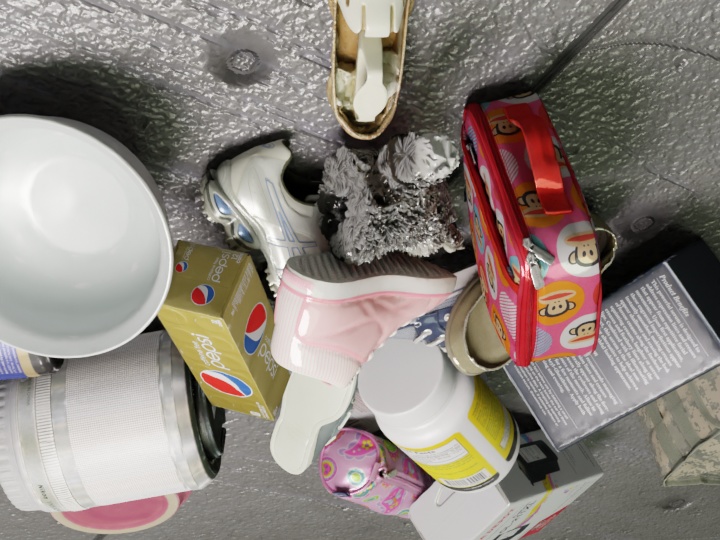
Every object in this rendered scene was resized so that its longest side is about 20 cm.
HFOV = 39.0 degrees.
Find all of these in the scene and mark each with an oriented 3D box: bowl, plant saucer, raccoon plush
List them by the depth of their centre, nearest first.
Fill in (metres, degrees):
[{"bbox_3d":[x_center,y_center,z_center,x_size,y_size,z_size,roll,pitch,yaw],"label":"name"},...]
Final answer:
[{"bbox_3d":[-0.233,-0.039,0.796,0.201,0.090,0.201,3,117,6],"label":"bowl"},{"bbox_3d":[0.058,-0.052,0.810,0.134,0.097,0.200,-1,180,-31],"label":"raccoon plush"},{"bbox_3d":[-0.296,0.264,1.229,0.200,0.051,0.201,-6,142,-4],"label":"plant saucer"}]

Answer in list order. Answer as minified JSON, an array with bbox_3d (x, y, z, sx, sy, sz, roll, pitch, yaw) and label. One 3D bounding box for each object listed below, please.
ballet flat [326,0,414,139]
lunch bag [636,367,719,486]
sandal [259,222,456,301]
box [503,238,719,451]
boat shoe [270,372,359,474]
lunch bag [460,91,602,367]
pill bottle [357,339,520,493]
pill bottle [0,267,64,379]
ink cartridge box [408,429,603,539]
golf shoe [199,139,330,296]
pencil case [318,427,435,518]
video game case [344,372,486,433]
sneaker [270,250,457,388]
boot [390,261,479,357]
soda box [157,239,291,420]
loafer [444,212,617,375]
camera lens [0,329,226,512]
[{"bbox_3d":[0.010,-0.173,0.726,0.070,0.065,0.200,-7,142,-5],"label":"ballet flat"},{"bbox_3d":[0.386,0.117,1.096,0.117,0.164,0.200,3,140,-19],"label":"lunch bag"},{"bbox_3d":[0.000,0.000,0.960,0.200,0.045,0.075,-19,140,12],"label":"sandal"},{"bbox_3d":[0.269,0.073,1.011,0.200,0.107,0.148,-37,170,30],"label":"box"},{"bbox_3d":[-0.042,0.140,1.100,0.062,0.073,0.200,-34,156,-47],"label":"boat shoe"},{"bbox_3d":[0.135,-0.042,0.811,0.082,0.200,0.176,-10,139,-2],"label":"lunch bag"},{"bbox_3d":[0.084,0.150,1.078,0.114,0.114,0.200,-23,140,17],"label":"pill bottle"},{"bbox_3d":[-0.366,0.044,0.883,0.200,0.112,0.112,-5,142,-6],"label":"pill bottle"},{"bbox_3d":[0.179,0.274,1.253,0.200,0.083,0.146,-4,141,-45],"label":"ink cartridge box"},{"bbox_3d":[-0.047,-0.026,0.878,0.097,0.078,0.200,-33,126,8],"label":"golf shoe"},{"bbox_3d":[0.025,0.246,1.222,0.087,0.088,0.200,-23,152,16],"label":"pencil case"},{"bbox_3d":[0.015,0.112,1.126,0.182,0.022,0.200,-27,138,22],"label":"video game case"},{"bbox_3d":[-0.001,0.040,0.867,0.200,0.075,0.105,-5,115,-50],"label":"sneaker"},{"bbox_3d":[0.079,0.053,0.971,0.200,0.090,0.073,-21,-179,-4],"label":"boot"},{"bbox_3d":[-0.115,0.057,0.891,0.068,0.064,0.200,11,150,16],"label":"soda box"},{"bbox_3d":[0.157,0.015,0.925,0.200,0.068,0.076,-46,103,-12],"label":"loafer"},{"bbox_3d":[-0.240,0.147,1.002,0.200,0.160,0.160,-10,142,0],"label":"camera lens"}]
